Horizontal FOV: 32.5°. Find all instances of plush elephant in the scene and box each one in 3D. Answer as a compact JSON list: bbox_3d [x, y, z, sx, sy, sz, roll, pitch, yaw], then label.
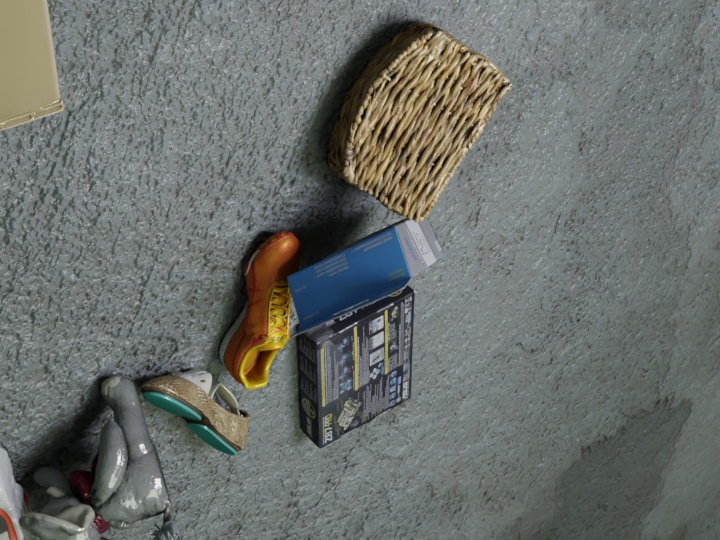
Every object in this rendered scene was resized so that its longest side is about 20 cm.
[{"bbox_3d":[-0.292,0.250,1.361,0.154,0.200,0.165,-17,143,-10],"label":"plush elephant"}]

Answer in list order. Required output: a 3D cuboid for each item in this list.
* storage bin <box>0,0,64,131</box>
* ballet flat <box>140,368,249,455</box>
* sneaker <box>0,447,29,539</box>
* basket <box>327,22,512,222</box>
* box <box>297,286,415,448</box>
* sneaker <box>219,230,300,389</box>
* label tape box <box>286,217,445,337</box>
[{"bbox_3d":[-0.346,-0.200,0.960,0.198,0.094,0.200,-24,137,-29],"label":"storage bin"},{"bbox_3d":[-0.191,0.154,1.461,0.200,0.070,0.065,53,53,-55],"label":"ballet flat"},{"bbox_3d":[-0.407,0.263,1.337,0.082,0.077,0.200,-8,131,-7],"label":"sneaker"},{"bbox_3d":[0.049,-0.180,1.403,0.143,0.149,0.200,29,101,-19],"label":"basket"},{"bbox_3d":[-0.004,0.122,1.623,0.161,0.049,0.200,-29,138,-28],"label":"box"},{"bbox_3d":[-0.102,0.047,1.435,0.073,0.077,0.200,-7,124,-40],"label":"sneaker"},{"bbox_3d":[0.000,0.000,1.386,0.144,0.063,0.200,-24,-178,19],"label":"label tape box"}]
